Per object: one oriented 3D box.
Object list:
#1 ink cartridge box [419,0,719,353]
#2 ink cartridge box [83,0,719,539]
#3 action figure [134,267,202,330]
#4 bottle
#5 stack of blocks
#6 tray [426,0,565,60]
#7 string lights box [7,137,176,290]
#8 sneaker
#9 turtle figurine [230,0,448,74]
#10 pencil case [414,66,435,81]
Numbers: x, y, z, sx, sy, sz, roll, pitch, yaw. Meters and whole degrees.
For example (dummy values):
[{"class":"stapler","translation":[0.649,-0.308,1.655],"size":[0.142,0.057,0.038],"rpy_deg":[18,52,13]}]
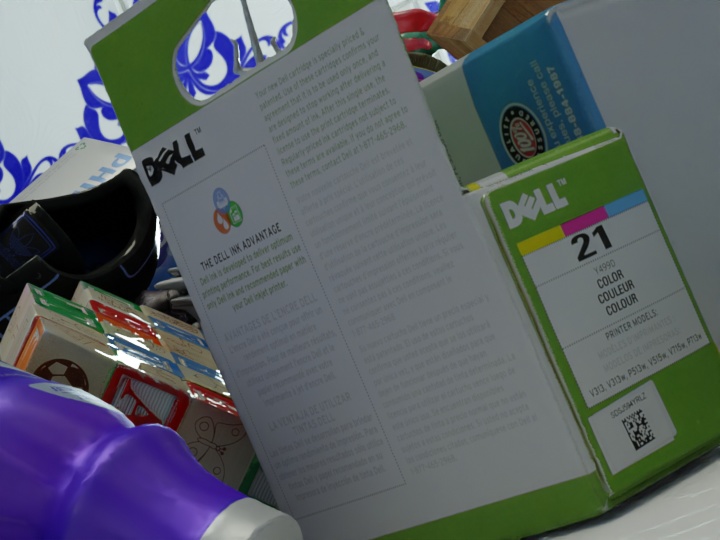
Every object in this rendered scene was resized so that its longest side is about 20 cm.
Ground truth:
[{"class":"ink cartridge box","translation":[0.079,-0.010,0.761],"size":[0.146,0.147,0.200],"rpy_deg":[-23,-1,-39]},{"class":"ink cartridge box","translation":[0.013,-0.014,0.654],"size":[0.076,0.201,0.148],"rpy_deg":[-22,-2,-41]},{"class":"action figure","translation":[-0.073,0.035,0.967],"size":[0.069,0.201,0.130],"rpy_deg":[13,0,11]},{"class":"bottle","translation":[-0.112,0.062,0.643],"size":[0.199,0.066,0.083],"rpy_deg":[20,-3,27]},{"class":"stack of blocks","translation":[-0.088,0.054,0.805],"size":[0.059,0.115,0.200],"rpy_deg":[-65,13,3]},{"class":"tray","translation":[0.129,-0.087,0.915],"size":[0.099,0.200,0.037],"rpy_deg":[-57,30,-7]},{"class":"string lights box","translation":[-0.118,0.044,1.064],"size":[0.059,0.201,0.103],"rpy_deg":[14,48,44]},{"class":"sneaker","translation":[-0.172,0.015,0.906],"size":[0.200,0.070,0.078],"rpy_deg":[-30,-28,-35]},{"class":"turtle figurine","translation":[0.011,-0.092,1.019],"size":[0.149,0.101,0.200],"rpy_deg":[-26,-36,18]},{"class":"pencil case","translation":[0.000,0.000,0.918],"size":[0.088,0.201,0.088],"rpy_deg":[9,7,-1]}]
